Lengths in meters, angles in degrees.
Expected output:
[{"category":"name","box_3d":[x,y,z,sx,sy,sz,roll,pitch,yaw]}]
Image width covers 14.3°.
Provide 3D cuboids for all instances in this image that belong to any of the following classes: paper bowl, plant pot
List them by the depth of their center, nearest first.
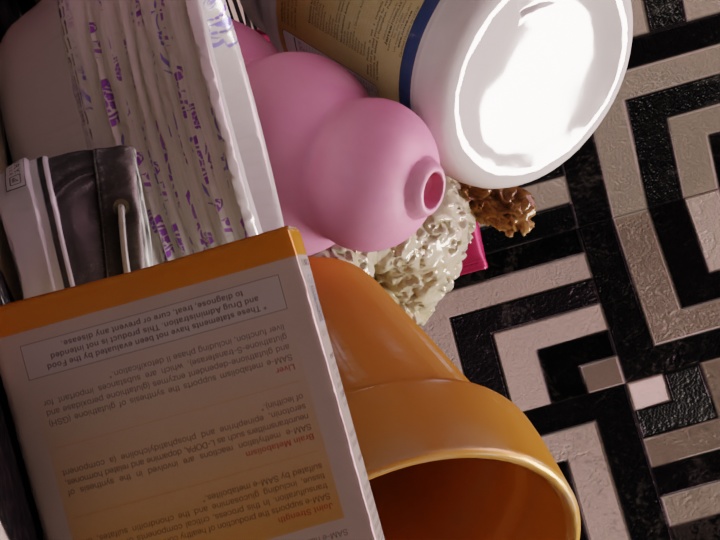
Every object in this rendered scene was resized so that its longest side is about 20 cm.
[{"category":"paper bowl","box_3d":[-0.100,-0.056,1.322,0.201,0.104,0.202,-16,90,-88]},{"category":"plant pot","box_3d":[-0.013,0.098,1.483,0.201,0.199,0.184,71,-7,-49]}]

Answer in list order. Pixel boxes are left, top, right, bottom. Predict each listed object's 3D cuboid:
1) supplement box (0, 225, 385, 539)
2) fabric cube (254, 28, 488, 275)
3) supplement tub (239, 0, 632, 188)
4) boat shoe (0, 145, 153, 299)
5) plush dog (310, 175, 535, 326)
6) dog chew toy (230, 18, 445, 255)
[{"category":"supplement box","box_3d":[-0.058,0.095,1.128,0.074,0.125,0.201,-14,90,-89]},{"category":"fabric cube","box_3d":[-0.026,-0.083,2.084,0.200,0.195,0.201,-90,166,-83]},{"category":"supplement tub","box_3d":[0.036,-0.145,1.566,0.200,0.144,0.145,35,-27,43]},{"category":"boat shoe","box_3d":[-0.095,0.044,1.211,0.072,0.070,0.201,-98,173,-71]},{"category":"plush dog","box_3d":[0.000,0.000,1.667,0.201,0.159,0.172,-97,-156,-44]},{"category":"dog chew toy","box_3d":[-0.046,-0.062,1.494,0.124,0.199,0.125,-32,129,-49]}]
